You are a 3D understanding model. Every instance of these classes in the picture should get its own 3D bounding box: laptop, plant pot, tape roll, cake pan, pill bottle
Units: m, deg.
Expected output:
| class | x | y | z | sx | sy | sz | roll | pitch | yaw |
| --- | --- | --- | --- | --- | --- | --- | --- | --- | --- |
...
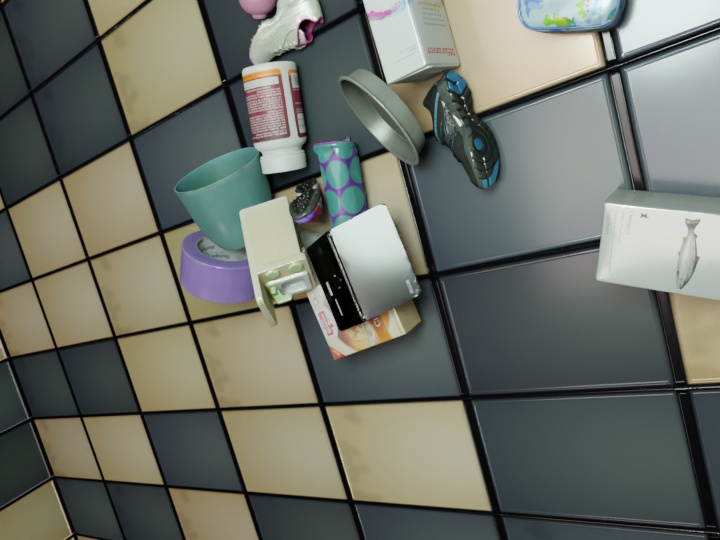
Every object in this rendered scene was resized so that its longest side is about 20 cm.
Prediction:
| class | x | y | z | sx | sy | sz | roll | pitch | yaw |
| --- | --- | --- | --- | --- | --- | --- | --- | --- | --- |
| laptop | 0.000 | 0.000 | 1.106 | 0.199 | 0.101 | 0.182 | -30 | 83 | 63 |
| plant pot | -0.277 | -0.146 | 1.265 | 0.195 | 0.202 | 0.165 | -1 | 124 | 34 |
| tape roll | -0.306 | -0.014 | 1.318 | 0.196 | 0.198 | 0.088 | 24 | 118 | 25 |
| cake pan | 0.042 | -0.269 | 1.017 | 0.037 | 0.200 | 0.200 | -44 | 76 | -2 |
| pill bottle | -0.169 | -0.306 | 1.181 | 0.111 | 0.113 | 0.207 | 1 | 106 | 33 |

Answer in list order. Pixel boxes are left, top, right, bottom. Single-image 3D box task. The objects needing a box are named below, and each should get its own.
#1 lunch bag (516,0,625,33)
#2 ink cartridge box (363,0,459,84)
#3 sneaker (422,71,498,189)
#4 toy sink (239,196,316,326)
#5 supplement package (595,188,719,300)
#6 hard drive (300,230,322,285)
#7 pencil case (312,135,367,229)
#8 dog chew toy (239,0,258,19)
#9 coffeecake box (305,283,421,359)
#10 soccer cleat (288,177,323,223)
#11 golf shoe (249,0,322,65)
| class | x | y | z | sx | sy | sz | roll | pitch | yaw |
| --- | --- | --- | --- | --- | --- | --- | --- | --- | --- |
| lunch bag | 0.302 | -0.448 | 0.828 | 0.156 | 0.082 | 0.207 | 10 | 111 | 31 |
| ink cartridge box | 0.078 | -0.418 | 0.953 | 0.083 | 0.143 | 0.206 | -14 | 98 | 35 |
| sneaker | 0.174 | -0.232 | 1.006 | 0.081 | 0.072 | 0.206 | -25 | 85 | 53 |
| toy sink | -0.156 | -0.017 | 1.151 | 0.108 | 0.131 | 0.205 | -16 | 63 | -1 |
| supplement package | 0.452 | -0.041 | 0.835 | 0.195 | 0.116 | 0.121 | 10 | 111 | 31 |
| hard drive | -0.047 | 0.000 | 1.252 | 0.195 | 0.026 | 0.137 | 16 | 114 | 31 |
| pencil case | -0.035 | -0.155 | 1.155 | 0.091 | 0.083 | 0.207 | 7 | 112 | 53 |
| dog chew toy | -0.201 | -0.592 | 1.112 | 0.121 | 0.124 | 0.206 | 15 | 121 | 29 |
| coffeecake box | 0.003 | 0.072 | 1.177 | 0.197 | 0.072 | 0.158 | -25 | 90 | 38 |
| soccer cleat | -0.098 | -0.123 | 1.156 | 0.066 | 0.201 | 0.075 | -23 | 111 | 6 |
| golf shoe | -0.147 | -0.460 | 1.143 | 0.199 | 0.075 | 0.093 | -40 | 85 | 38 |
